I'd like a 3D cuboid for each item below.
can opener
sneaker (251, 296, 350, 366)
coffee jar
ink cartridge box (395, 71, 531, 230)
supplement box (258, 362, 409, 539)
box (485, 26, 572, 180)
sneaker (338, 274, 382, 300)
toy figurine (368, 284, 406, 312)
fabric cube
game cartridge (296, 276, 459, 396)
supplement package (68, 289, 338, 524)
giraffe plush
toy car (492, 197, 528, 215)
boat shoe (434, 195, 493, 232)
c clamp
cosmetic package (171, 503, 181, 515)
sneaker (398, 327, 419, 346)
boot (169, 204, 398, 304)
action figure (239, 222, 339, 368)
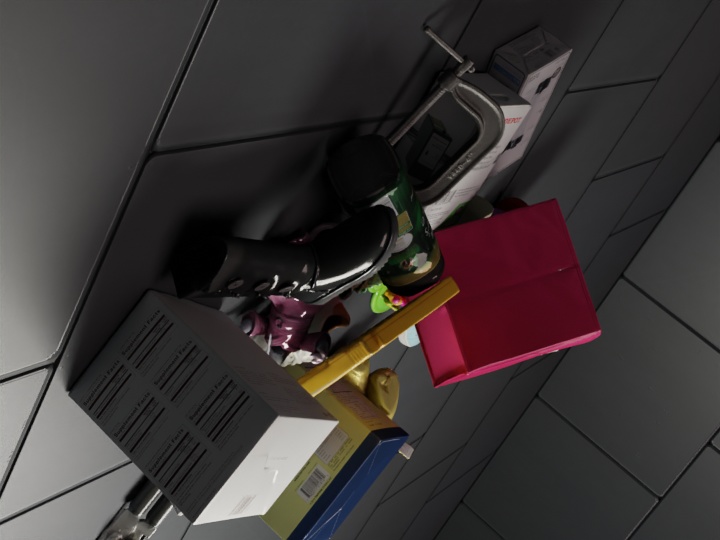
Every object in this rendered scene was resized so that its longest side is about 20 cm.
[{"bbox_3d":[-0.284,0.313,1.525,0.200,0.053,0.067,-51,-167,2],"label":"can opener"},{"bbox_3d":[-0.094,0.098,1.472,0.200,0.085,0.073,-40,160,-24],"label":"sneaker"},{"bbox_3d":[0.034,-0.060,1.340,0.085,0.105,0.200,-26,139,2],"label":"coffee jar"},{"bbox_3d":[0.116,-0.153,1.470,0.146,0.084,0.200,-15,141,-58],"label":"ink cartridge box"},{"bbox_3d":[-0.080,0.246,1.596,0.200,0.200,0.134,-52,161,7],"label":"supplement box"},{"bbox_3d":[0.207,-0.227,1.575,0.117,0.060,0.200,-34,155,-39],"label":"box"},{"bbox_3d":[0.000,0.000,1.530,0.089,0.077,0.200,-49,154,9],"label":"sneaker"},{"bbox_3d":[0.123,0.058,1.729,0.150,0.184,0.200,-52,161,7],"label":"toy figurine"},{"bbox_3d":[0.185,0.037,1.581,0.198,0.201,0.196,-16,173,-13],"label":"fabric cube"},{"bbox_3d":[0.010,0.089,1.404,0.176,0.032,0.200,-32,175,-44],"label":"game cartridge"},{"bbox_3d":[-0.165,0.150,1.228,0.147,0.200,0.191,-51,160,4],"label":"supplement package"},{"bbox_3d":[-0.028,0.235,1.804,0.172,0.200,0.162,-41,-172,-33],"label":"giraffe plush"},{"bbox_3d":[0.248,-0.042,1.910,0.200,0.175,0.151,-33,121,-39],"label":"toy car"},{"bbox_3d":[0.140,-0.067,1.721,0.063,0.071,0.200,-57,165,27],"label":"boat shoe"},{"bbox_3d":[0.080,-0.171,1.352,0.170,0.027,0.200,29,114,-27],"label":"c clamp"},{"bbox_3d":[-0.165,0.218,1.445,0.200,0.108,0.085,-18,159,-48],"label":"cosmetic package"},{"bbox_3d":[0.124,0.075,1.920,0.074,0.082,0.200,-34,155,-37],"label":"sneaker"},{"bbox_3d":[-0.077,-0.020,1.190,0.199,0.066,0.165,9,138,-44],"label":"boot"},{"bbox_3d":[-0.089,0.045,1.392,0.149,0.133,0.201,-70,-178,-55],"label":"action figure"}]
